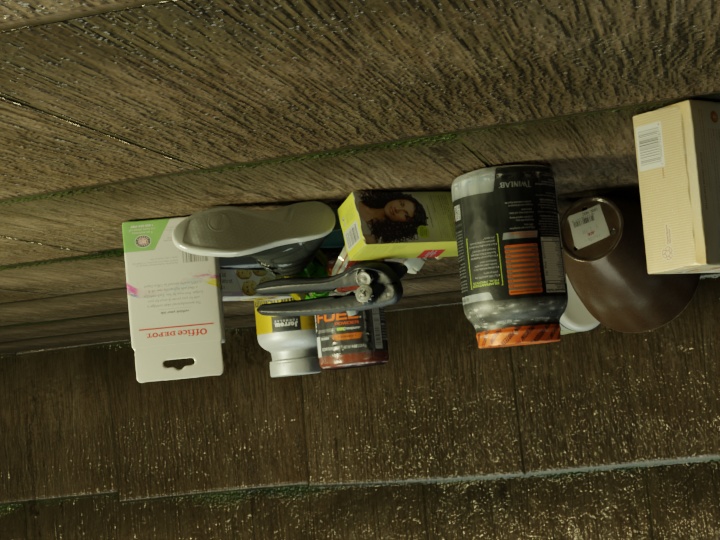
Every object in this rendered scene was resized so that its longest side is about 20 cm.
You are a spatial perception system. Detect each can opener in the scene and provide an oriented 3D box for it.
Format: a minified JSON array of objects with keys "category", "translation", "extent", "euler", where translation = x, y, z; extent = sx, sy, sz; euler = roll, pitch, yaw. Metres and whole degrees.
[{"category":"can opener","translation":[-0.039,0.029,1.522],"extent":[0.199,0.064,0.079],"euler":[-12,174,16]}]

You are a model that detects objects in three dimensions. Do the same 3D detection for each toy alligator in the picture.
[{"category":"toy alligator","translation":[-0.064,0.025,1.711],"extent":[0.059,0.054,0.200],"euler":[-43,161,-15]}]

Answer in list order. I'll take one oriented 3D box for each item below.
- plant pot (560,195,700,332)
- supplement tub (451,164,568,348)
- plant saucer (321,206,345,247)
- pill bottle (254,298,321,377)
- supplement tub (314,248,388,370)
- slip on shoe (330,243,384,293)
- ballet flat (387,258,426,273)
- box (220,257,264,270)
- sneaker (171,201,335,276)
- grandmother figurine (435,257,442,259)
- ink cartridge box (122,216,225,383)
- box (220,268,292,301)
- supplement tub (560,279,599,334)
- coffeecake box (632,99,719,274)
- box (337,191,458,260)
[{"category":"plant pot","translation":[0.353,-0.028,1.710],"extent":[0.186,0.188,0.200],"euler":[-9,159,30]},{"category":"supplement tub","translation":[0.173,-0.014,1.417],"extent":[0.122,0.201,0.123],"euler":[-5,175,0]},{"category":"plant saucer","translation":[0.010,-0.062,1.628],"extent":[0.199,0.036,0.200],"euler":[-6,175,-1]},{"category":"pill bottle","translation":[-0.110,0.063,1.931],"extent":[0.111,0.201,0.112],"euler":[-6,175,-1]},{"category":"supplement tub","translation":[-0.019,0.044,1.823],"extent":[0.106,0.201,0.107],"euler":[-6,174,-1]},{"category":"slip on shoe","translation":[0.000,0.000,1.642],"extent":[0.061,0.074,0.200],"euler":[29,171,2]},{"category":"ballet flat","translation":[0.064,-0.026,1.836],"extent":[0.067,0.068,0.200],"euler":[39,178,-3]},{"category":"box","translation":[-0.190,-0.013,1.742],"extent":[0.155,0.041,0.200],"euler":[-4,173,-17]},{"category":"sneaker","translation":[-0.133,-0.028,1.509],"extent":[0.199,0.071,0.099],"euler":[-7,149,-17]},{"category":"grandmother figurine","translation":[0.189,-0.059,1.746],"extent":[0.199,0.061,0.121],"euler":[-14,-162,40]},{"category":"ink cartridge box","translation":[-0.232,0.037,1.551],"extent":[0.116,0.201,0.067],"euler":[-5,174,-5]},{"category":"box","translation":[-0.167,0.020,1.688],"extent":[0.039,0.042,0.200],"euler":[-12,172,35]},{"category":"supplement tub","translation":[0.498,0.080,2.972],"extent":[0.144,0.146,0.200],"euler":[-4,174,-14]},{"category":"coffeecake box","translation":[0.364,-0.078,1.197],"extent":[0.199,0.155,0.073],"euler":[-1,174,-36]},{"category":"box","translation":[0.076,-0.056,1.513],"extent":[0.199,0.076,0.050],"euler":[-3,157,-29]}]
